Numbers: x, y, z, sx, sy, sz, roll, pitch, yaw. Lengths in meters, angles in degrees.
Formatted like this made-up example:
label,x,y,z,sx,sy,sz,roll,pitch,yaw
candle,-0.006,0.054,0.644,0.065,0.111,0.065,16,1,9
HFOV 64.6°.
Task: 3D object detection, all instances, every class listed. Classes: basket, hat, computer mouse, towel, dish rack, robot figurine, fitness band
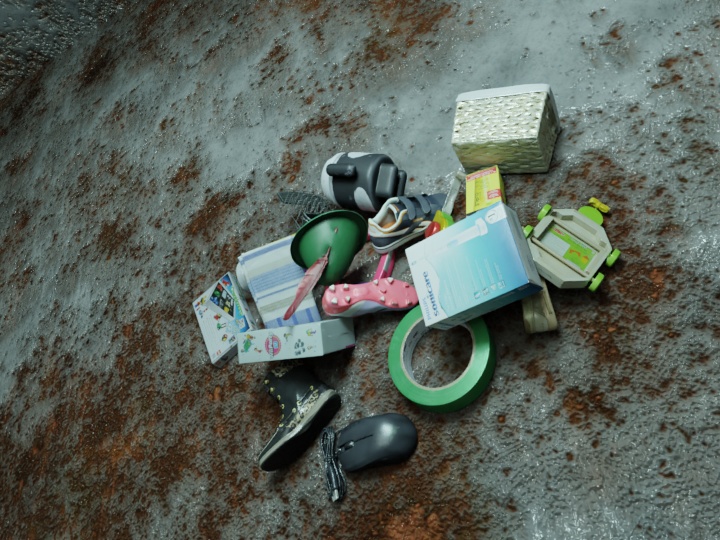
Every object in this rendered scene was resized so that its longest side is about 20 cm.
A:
label,x,y,z,sx,sy,sz,roll,pitch,yaw
basket,0.293,-0.280,1.166,0.195,0.135,0.127,4,68,32
hat,-0.051,0.009,1.132,0.197,0.166,0.179,-32,51,12
computer mouse,0.008,0.318,1.028,0.196,0.053,0.141,-25,51,16
towel,-0.175,0.039,1.250,0.143,0.024,0.205,-19,96,20
dish rack,-0.102,-0.143,1.315,0.201,0.150,0.056,52,128,41
robot figurine,0.005,-0.199,1.259,0.196,0.153,0.126,10,48,35
fitness band,0.000,0.000,1.238,0.141,0.037,0.204,6,65,36

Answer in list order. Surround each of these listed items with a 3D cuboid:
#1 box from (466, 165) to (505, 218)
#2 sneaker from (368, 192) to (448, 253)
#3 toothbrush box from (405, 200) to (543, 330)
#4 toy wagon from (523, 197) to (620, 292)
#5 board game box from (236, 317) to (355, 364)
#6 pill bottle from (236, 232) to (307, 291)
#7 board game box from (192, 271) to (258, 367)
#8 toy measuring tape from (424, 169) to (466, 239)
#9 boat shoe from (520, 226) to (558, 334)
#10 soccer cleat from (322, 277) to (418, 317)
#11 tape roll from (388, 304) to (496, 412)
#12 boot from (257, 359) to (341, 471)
label,x,y,z,sx,sy,sz,roll,pitch,yaw
box,0.246,-0.127,1.110,0.073,0.051,0.202,-15,33,22
sneaker,0.105,-0.117,1.192,0.197,0.080,0.079,-32,42,-9
toothbrush box,0.191,-0.003,0.982,0.197,0.084,0.150,-27,66,28
toy wagon,0.378,-0.054,1.007,0.154,0.040,0.200,37,59,18
board game box,-0.128,0.141,1.151,0.195,0.147,0.066,-9,85,25
pill bottle,-0.186,-0.015,1.311,0.195,0.104,0.107,-18,54,21
board game box,-0.325,0.114,1.362,0.125,0.035,0.202,-38,50,6
toy measuring tape,0.180,-0.105,1.151,0.072,0.073,0.205,21,88,37
boat shoe,0.314,0.014,1.021,0.063,0.071,0.206,-7,65,17
soccer cleat,0.019,0.060,1.143,0.194,0.077,0.068,-2,61,-13
tape roll,0.148,0.154,1.046,0.195,0.048,0.205,-15,56,23
boot,-0.148,0.278,1.132,0.200,0.073,0.150,-46,51,-6
